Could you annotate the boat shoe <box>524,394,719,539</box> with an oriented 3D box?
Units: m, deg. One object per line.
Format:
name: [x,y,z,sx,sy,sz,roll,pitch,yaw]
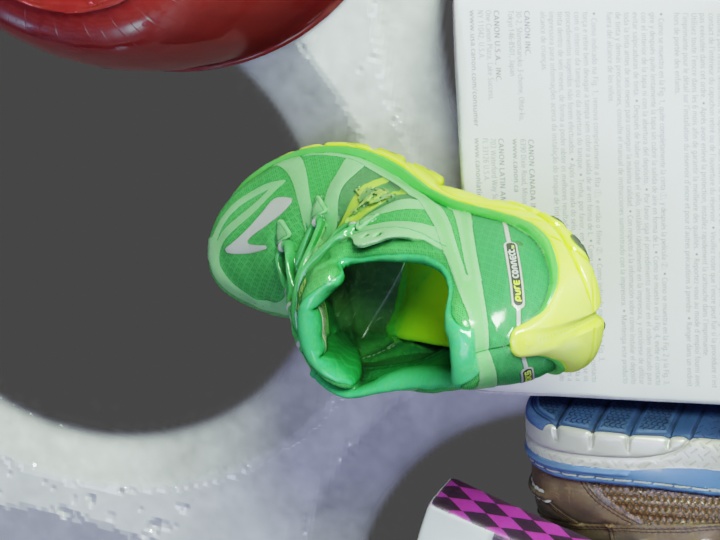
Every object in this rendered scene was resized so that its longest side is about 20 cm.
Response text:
boat shoe: [0.161,0.087,1.063,0.200,0.072,0.073,9,118,23]

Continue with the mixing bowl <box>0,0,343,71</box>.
mixing bowl: [-0.092,-0.153,1.012,0.200,0.108,0.201,6,112,14]

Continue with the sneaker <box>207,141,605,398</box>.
sneaker: [0.000,0.000,1.027,0.200,0.083,0.074,12,116,51]

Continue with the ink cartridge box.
ink cartridge box: [0.136,-0.030,1.032,0.199,0.050,0.161,1,111,13]

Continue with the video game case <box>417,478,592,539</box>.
video game case: [0.094,0.199,1.074,0.200,0.036,0.182,23,113,14]
